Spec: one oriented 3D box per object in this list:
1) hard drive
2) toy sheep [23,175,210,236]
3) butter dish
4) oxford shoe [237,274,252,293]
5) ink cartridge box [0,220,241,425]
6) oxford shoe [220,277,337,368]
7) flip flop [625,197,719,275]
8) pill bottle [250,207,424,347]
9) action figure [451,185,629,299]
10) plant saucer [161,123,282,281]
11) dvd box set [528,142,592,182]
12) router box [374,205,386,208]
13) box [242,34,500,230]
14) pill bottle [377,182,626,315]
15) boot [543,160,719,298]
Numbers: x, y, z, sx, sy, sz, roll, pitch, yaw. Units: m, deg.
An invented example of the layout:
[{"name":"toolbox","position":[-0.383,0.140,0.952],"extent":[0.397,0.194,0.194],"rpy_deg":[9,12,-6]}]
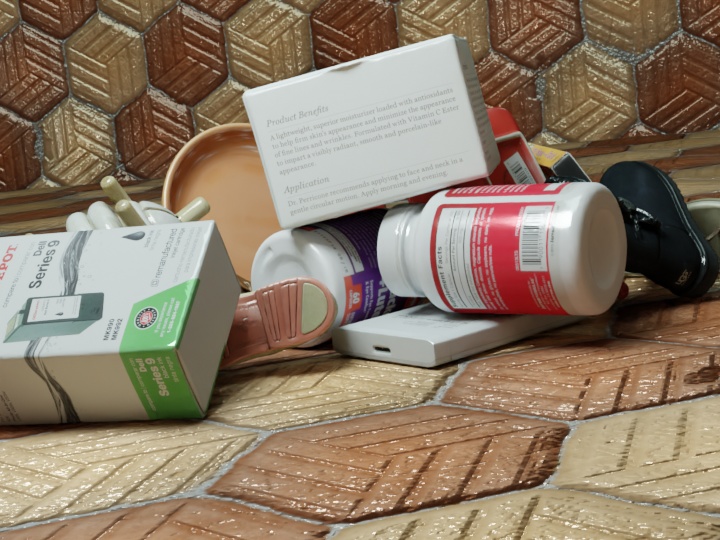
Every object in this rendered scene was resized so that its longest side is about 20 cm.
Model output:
[{"name":"hard drive","position":[0.091,0.048,1.275],"extent":[0.199,0.027,0.132],"rpy_deg":[-14,12,-40]},{"name":"toy sheep","position":[-0.222,-0.005,1.286],"extent":[0.200,0.138,0.138],"rpy_deg":[-34,10,-1]},{"name":"butter dish","position":[0.119,-0.055,1.530],"extent":[0.148,0.201,0.199],"rpy_deg":[-29,-4,34]},{"name":"oxford shoe","position":[-0.125,0.023,1.359],"extent":[0.071,0.072,0.200],"rpy_deg":[-1,-5,-3]},{"name":"ink cartridge box","position":[-0.212,0.043,1.136],"extent":[0.199,0.084,0.146],"rpy_deg":[-4,43,14]},{"name":"oxford shoe","position":[-0.115,0.054,1.232],"extent":[0.199,0.071,0.074],"rpy_deg":[-8,-8,8]},{"name":"flip flop","position":[0.308,-0.024,1.455],"extent":[0.199,0.081,0.058],"rpy_deg":[-4,26,20]},{"name":"pill bottle","position":[0.000,0.000,1.369],"extent":[0.111,0.112,0.200],"rpy_deg":[2,12,42]},{"name":"action figure","position":[0.170,-0.021,1.395],"extent":[0.199,0.065,0.099],"rpy_deg":[25,6,0]},{"name":"plant saucer","position":[-0.118,-0.058,1.507],"extent":[0.199,0.201,0.037],"rpy_deg":[-11,-12,-28]},{"name":"dvd box set","position":[0.248,-0.079,1.630],"extent":[0.029,0.146,0.200],"rpy_deg":[-39,11,1]},{"name":"router box","position":[-0.003,-0.073,1.615],"extent":[0.049,0.180,0.200],"rpy_deg":[-5,9,-4]},{"name":"box","position":[0.018,-0.132,1.328],"extent":[0.198,0.131,0.200],"rpy_deg":[-14,6,11]},{"name":"pill bottle","position":[0.120,-0.018,1.228],"extent":[0.199,0.113,0.112],"rpy_deg":[0,11,33]},{"name":"boot","position":[0.236,-0.061,1.351],"extent":[0.168,0.077,0.200],"rpy_deg":[19,29,-31]}]
